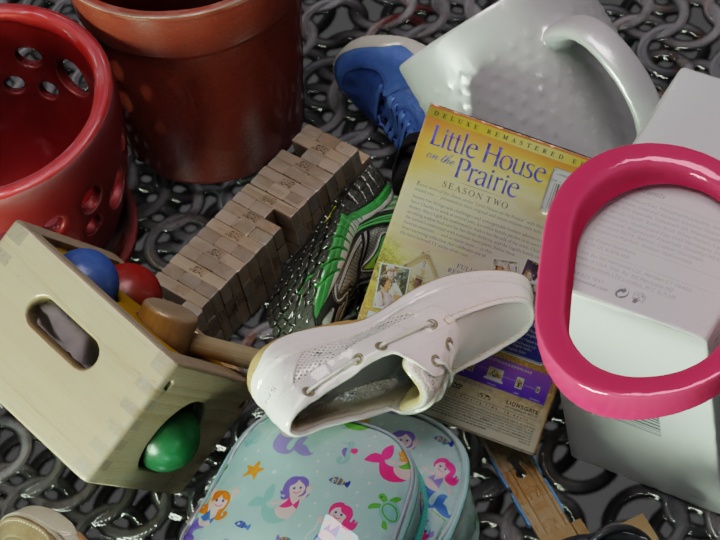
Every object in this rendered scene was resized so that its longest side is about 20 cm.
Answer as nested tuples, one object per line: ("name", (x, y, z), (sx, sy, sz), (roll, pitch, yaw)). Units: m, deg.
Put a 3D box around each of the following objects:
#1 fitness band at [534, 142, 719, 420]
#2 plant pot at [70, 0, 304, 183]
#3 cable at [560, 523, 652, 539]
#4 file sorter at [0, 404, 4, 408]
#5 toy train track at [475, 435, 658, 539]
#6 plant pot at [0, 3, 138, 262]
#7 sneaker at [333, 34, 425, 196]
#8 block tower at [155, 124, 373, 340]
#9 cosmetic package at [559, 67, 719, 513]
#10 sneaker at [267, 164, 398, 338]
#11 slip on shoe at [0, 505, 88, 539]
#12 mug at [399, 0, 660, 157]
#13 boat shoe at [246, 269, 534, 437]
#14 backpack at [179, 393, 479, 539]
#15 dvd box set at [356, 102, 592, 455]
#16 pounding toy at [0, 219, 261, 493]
("fitness band", (0.179, 0.004, 1.354), (0.142, 0.038, 0.201), (-2, 51, 15))
("plant pot", (-0.126, -0.186, 1.724), (0.199, 0.196, 0.202), (-4, 46, 4))
("cable", (0.132, 0.253, 1.394), (0.162, 0.051, 0.201), (12, 73, 28))
("file sorter", (-0.378, 0.040, 1.647), (0.124, 0.139, 0.200), (-39, 54, -15))
("toy train track", (0.124, 0.171, 1.490), (0.114, 0.033, 0.201), (-23, 52, -8))
("plant pot", (-0.268, -0.068, 1.669), (0.199, 0.183, 0.202), (-2, 51, 3))
("sneaker", (0.040, -0.105, 1.704), (0.199, 0.077, 0.111), (29, 53, 23))
("block tower", (-0.073, -0.026, 1.683), (0.058, 0.054, 0.200), (27, 61, 30))
("cosmetic package", (0.228, 0.014, 1.485), (0.122, 0.200, 0.201), (19, 59, 26))
("sneaker", (0.000, 0.000, 1.583), (0.085, 0.078, 0.200), (41, 36, -5))
("slip on shoe", (-0.197, 0.218, 1.477), (0.060, 0.077, 0.199), (-30, 36, -29))
("mug", (0.143, -0.112, 1.564), (0.147, 0.200, 0.176), (-32, 92, -25))
("boat shoe", (0.030, 0.061, 1.427), (0.199, 0.071, 0.069), (-20, 44, -14))
("backpack", (-0.017, 0.174, 1.454), (0.176, 0.151, 0.201), (15, 51, 23))
("dvd box set", (0.082, 0.005, 1.499), (0.145, 0.029, 0.202), (18, 93, 6))
("pounding toy", (-0.146, 0.061, 1.535), (0.200, 0.184, 0.143), (40, 95, 20))
